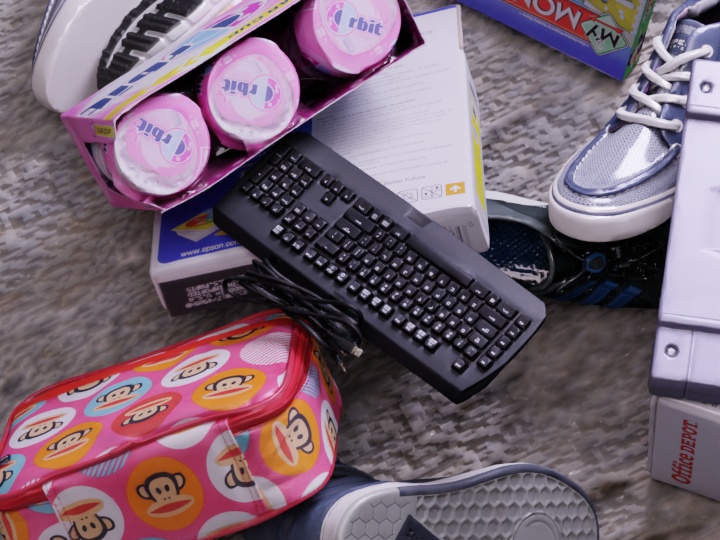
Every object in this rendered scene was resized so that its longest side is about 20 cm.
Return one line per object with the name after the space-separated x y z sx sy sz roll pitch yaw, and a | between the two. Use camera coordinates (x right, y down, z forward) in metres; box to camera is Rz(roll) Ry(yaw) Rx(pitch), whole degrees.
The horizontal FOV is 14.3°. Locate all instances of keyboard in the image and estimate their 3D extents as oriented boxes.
0.000 0.000 1.602 0.200 0.040 0.104 35 76 26 | keyboard

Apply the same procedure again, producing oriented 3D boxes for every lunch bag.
-0.109 0.095 1.649 0.199 0.176 0.082 -19 108 11 | lunch bag

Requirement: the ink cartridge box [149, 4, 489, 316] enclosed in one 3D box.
-0.025 -0.066 1.729 0.196 0.047 0.201 -13 36 10 | ink cartridge box

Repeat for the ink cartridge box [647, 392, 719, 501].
0.269 0.092 1.625 0.199 0.145 0.084 19 70 11 | ink cartridge box

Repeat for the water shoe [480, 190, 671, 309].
0.132 -0.004 1.699 0.199 0.079 0.072 2 109 12 | water shoe

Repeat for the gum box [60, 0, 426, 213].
-0.074 -0.108 1.681 0.199 0.113 0.066 -34 104 -15 | gum box

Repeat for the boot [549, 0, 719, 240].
0.175 -0.098 1.680 0.072 0.091 0.200 19 38 29 | boot

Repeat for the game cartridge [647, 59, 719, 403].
0.234 -0.019 1.581 0.129 0.038 0.201 5 65 10 | game cartridge

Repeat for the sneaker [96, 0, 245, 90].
-0.075 -0.159 1.778 0.200 0.080 0.074 -40 29 -8 | sneaker

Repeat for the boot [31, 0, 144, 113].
-0.166 -0.196 1.817 0.090 0.073 0.201 24 77 37 | boot

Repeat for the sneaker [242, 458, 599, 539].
0.026 0.147 1.663 0.201 0.146 0.078 5 86 -36 | sneaker

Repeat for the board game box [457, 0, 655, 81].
0.093 -0.214 1.760 0.199 0.135 0.029 27 46 14 | board game box
